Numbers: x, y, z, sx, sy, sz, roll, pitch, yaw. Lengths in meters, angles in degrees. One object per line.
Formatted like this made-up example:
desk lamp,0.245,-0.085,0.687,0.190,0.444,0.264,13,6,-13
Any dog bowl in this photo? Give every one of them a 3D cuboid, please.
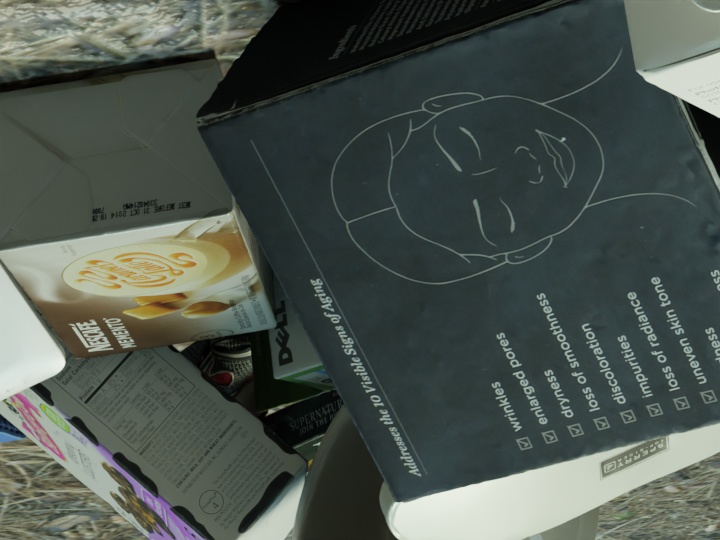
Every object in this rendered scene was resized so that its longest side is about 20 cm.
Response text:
dog bowl,0.035,0.129,1.245,0.058,0.201,0.200,21,150,-30

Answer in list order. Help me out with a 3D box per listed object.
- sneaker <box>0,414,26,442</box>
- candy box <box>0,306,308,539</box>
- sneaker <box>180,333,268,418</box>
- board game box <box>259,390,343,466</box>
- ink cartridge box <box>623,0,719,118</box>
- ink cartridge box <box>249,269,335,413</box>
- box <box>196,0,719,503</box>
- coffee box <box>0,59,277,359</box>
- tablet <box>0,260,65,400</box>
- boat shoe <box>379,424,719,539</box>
sneaker,-0.268,0.082,1.510,0.077,0.070,0.200,-17,163,6
candy box,-0.127,0.085,1.377,0.072,0.200,0.168,-48,171,-15
sneaker,-0.071,0.041,1.481,0.075,0.081,0.200,33,145,-22
board game box,-0.008,0.098,1.486,0.135,0.028,0.200,0,162,-39
ink cartridge box,0.180,-0.131,0.918,0.125,0.129,0.200,-18,161,29
ink cartridge box,0.000,0.000,1.306,0.199,0.104,0.059,-19,160,33
box,0.072,-0.031,1.032,0.196,0.201,0.124,-17,-157,25
coffee box,-0.109,-0.025,1.212,0.114,0.080,0.200,-8,163,1
tablet,-0.264,0.041,1.245,0.199,0.014,0.130,-26,115,12
boat shoe,0.095,0.072,1.153,0.199,0.064,0.071,-17,137,-16
